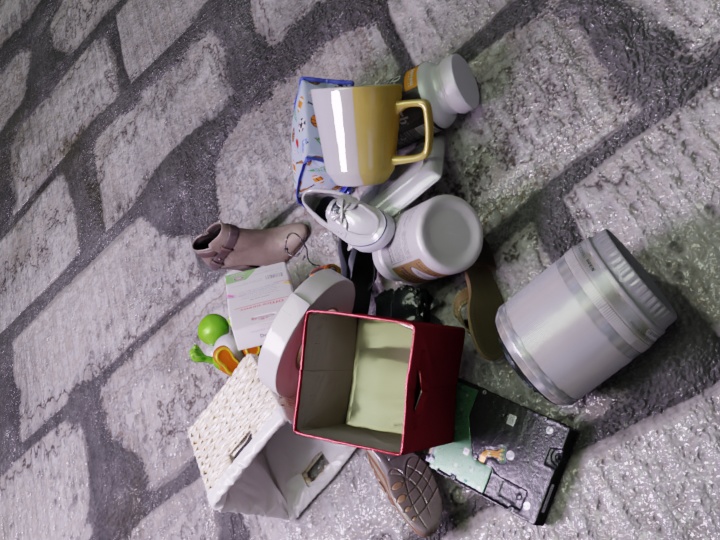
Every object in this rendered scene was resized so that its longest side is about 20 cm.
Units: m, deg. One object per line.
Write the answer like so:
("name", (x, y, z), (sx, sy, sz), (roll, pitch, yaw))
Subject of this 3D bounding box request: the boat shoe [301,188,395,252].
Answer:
("boat shoe", (-0.026, -0.083, 1.274), (0.198, 0.065, 0.075), (19, 82, 49))

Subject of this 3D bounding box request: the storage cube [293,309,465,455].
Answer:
("storage cube", (0.030, 0.151, 1.152), (0.197, 0.179, 0.175), (5, 88, 31))

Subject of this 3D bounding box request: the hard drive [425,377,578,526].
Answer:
("hard drive", (0.196, 0.253, 1.156), (0.198, 0.038, 0.142), (19, 86, 41))

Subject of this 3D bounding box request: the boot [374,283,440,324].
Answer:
("boot", (0.037, 0.117, 1.314), (0.196, 0.073, 0.166), (-14, 63, 35))

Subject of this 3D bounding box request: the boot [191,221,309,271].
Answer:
("boot", (-0.213, -0.055, 1.530), (0.198, 0.145, 0.071), (-31, 55, 26))

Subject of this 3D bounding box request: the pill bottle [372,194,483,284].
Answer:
("pill bottle", (0.095, -0.040, 1.254), (0.199, 0.112, 0.117), (159, 124, -67))

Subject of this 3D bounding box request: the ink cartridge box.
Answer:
("ink cartridge box", (-0.165, 0.067, 1.386), (0.115, 0.068, 0.201), (-13, 27, -5))

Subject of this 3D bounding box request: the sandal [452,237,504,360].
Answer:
("sandal", (0.173, 0.052, 1.242), (0.070, 0.076, 0.215), (-43, 41, 48))

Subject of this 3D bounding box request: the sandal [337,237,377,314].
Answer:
("sandal", (0.001, 0.001, 1.363), (0.043, 0.075, 0.203), (-44, 34, 47))

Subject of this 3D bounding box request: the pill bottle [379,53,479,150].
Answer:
("pill bottle", (0.095, -0.282, 1.384), (0.198, 0.116, 0.119), (-20, 62, 32))

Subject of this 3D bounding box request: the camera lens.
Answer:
("camera lens", (0.289, 0.065, 1.068), (0.199, 0.159, 0.161), (-41, 53, 19))

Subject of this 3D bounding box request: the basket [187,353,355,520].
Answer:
("basket", (-0.145, 0.272, 1.320), (0.199, 0.199, 0.161), (-50, 48, 12))

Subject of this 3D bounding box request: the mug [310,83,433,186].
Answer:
("mug", (0.008, -0.215, 1.292), (0.185, 0.147, 0.157), (14, 110, 53))

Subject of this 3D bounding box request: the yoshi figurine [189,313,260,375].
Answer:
("yoshi figurine", (-0.255, 0.127, 1.491), (0.199, 0.110, 0.114), (176, 106, -67))

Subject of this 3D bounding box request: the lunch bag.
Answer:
("lunch bag", (-0.069, -0.225, 1.481), (0.200, 0.121, 0.173), (124, 146, -64))

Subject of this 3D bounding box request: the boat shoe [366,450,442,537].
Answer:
("boat shoe", (0.064, 0.315, 1.222), (0.074, 0.073, 0.201), (-16, 45, -15))

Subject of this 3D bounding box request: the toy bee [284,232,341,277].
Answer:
("toy bee", (-0.051, 0.033, 1.410), (0.129, 0.108, 0.204), (10, 106, 36))

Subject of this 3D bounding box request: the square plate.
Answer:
("square plate", (0.056, -0.138, 1.347), (0.199, 0.028, 0.199), (-37, 18, 23))

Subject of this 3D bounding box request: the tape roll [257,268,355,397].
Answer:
("tape roll", (-0.078, 0.093, 1.215), (0.037, 0.202, 0.205), (30, 94, 19))
